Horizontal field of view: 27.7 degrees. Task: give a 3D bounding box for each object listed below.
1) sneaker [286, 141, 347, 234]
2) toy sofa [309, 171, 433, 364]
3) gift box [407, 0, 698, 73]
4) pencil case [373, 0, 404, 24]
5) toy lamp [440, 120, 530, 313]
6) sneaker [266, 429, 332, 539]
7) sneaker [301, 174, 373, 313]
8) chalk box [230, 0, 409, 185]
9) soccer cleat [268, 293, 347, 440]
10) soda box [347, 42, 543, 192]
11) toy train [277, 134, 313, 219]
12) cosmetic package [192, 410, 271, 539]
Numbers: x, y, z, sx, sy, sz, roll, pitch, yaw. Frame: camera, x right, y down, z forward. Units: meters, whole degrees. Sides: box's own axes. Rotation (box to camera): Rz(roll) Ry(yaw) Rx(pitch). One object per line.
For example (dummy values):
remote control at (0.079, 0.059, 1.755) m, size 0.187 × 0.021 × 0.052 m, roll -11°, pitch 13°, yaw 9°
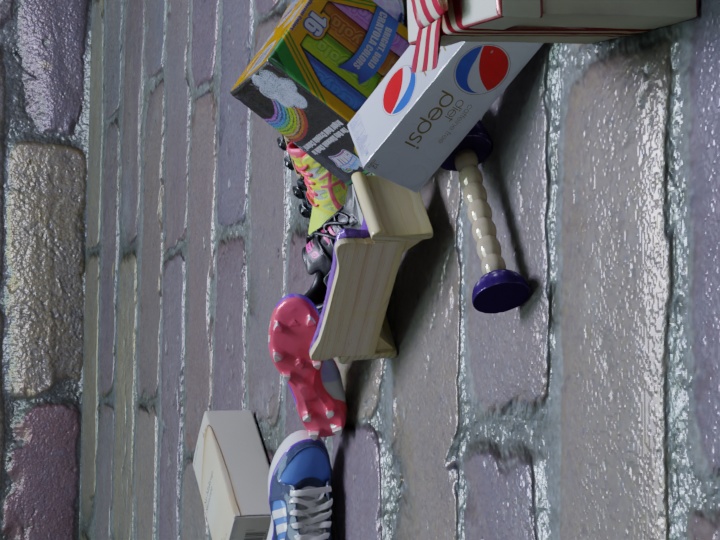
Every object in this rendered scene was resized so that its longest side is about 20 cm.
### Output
sneaker at (-0.043, -0.119, 1.627) m, size 0.078 × 0.089 × 0.203 m, roll -125°, pitch 41°, yaw -56°
toy sofa at (0.000, 0.000, 1.459) m, size 0.201 × 0.096 × 0.084 m, roll 104°, pitch 157°, yaw -47°
gift box at (0.118, -0.244, 1.065) m, size 0.200 × 0.184 × 0.188 m, roll 170°, pitch 97°, yaw -68°
pencil case at (-0.022, -0.252, 1.594) m, size 0.200 × 0.082 × 0.092 m, roll -36°, pitch 35°, yaw 64°
toy lamp at (0.101, -0.061, 1.284) m, size 0.058 × 0.057 × 0.202 m, roll 121°, pitch 146°, yaw -51°
sneaker at (-0.050, 0.298, 1.622) m, size 0.146 × 0.079 × 0.203 m, roll 41°, pitch 125°, yaw 57°
sneaker at (-0.018, -0.025, 1.555) m, size 0.077 × 0.083 × 0.202 m, roll -120°, pitch 38°, yaw -54°
chalk box at (-0.003, -0.175, 1.435) m, size 0.125 × 0.199 × 0.125 m, roll -59°, pitch 15°, yaw -20°
soccer cleat at (-0.057, 0.097, 1.597) m, size 0.077 × 0.066 × 0.202 m, roll -91°, pitch -12°, yaw -53°
soda box at (0.076, -0.166, 1.255) m, size 0.200 × 0.068 × 0.064 m, roll -49°, pitch 38°, yaw 27°
toy train at (-0.070, -0.140, 1.674) m, size 0.046 × 0.034 × 0.202 m, roll 25°, pitch 142°, yaw 44°
cosmetic package at (-0.163, 0.289, 1.925) m, size 0.201 × 0.072 × 0.105 m, roll -117°, pitch 35°, yaw -50°
